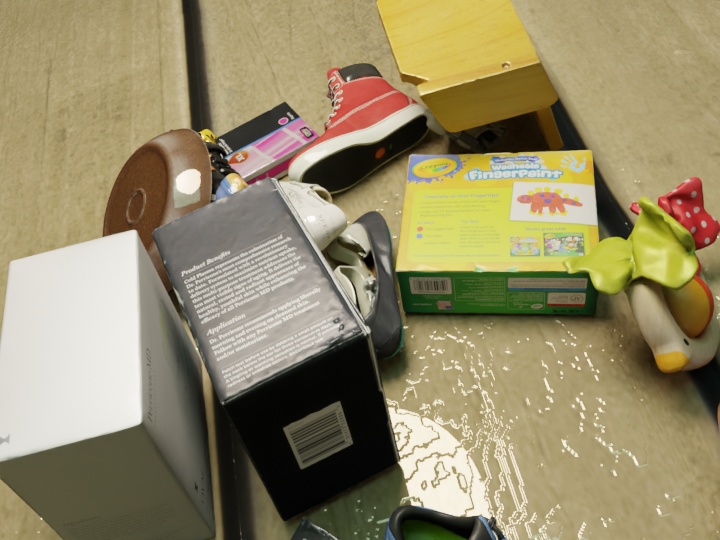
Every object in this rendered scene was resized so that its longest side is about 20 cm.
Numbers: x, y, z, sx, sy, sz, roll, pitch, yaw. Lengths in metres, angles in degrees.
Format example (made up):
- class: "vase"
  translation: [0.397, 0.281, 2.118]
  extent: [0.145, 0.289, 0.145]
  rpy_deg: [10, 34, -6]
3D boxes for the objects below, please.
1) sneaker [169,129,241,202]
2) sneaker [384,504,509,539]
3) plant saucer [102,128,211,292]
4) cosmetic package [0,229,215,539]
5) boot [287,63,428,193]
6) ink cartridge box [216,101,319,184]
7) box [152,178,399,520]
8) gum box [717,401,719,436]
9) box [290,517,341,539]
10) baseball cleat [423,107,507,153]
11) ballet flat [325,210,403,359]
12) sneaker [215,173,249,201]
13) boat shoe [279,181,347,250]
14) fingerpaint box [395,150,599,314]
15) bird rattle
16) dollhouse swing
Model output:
- class: "sneaker"
  translation: [-0.180, -0.119, 0.911]
  extent: [0.198, 0.070, 0.091]
  rpy_deg: [16, 86, 42]
- class: "sneaker"
  translation: [0.099, 0.238, 0.590]
  extent: [0.197, 0.090, 0.079]
  rpy_deg: [19, 57, 25]
- class: "plant saucer"
  translation: [-0.235, -0.066, 0.873]
  extent: [0.199, 0.036, 0.204]
  rpy_deg: [-17, 65, 41]
- class: "cosmetic package"
  translation: [-0.215, 0.113, 0.689]
  extent: [0.121, 0.201, 0.201]
  rpy_deg: [-15, 49, -1]
- class: "boot"
  translation: [-0.031, -0.182, 0.971]
  extent: [0.199, 0.073, 0.144]
  rpy_deg: [-31, 62, -24]
- class: "ink cartridge box"
  translation: [-0.153, -0.136, 0.998]
  extent: [0.198, 0.037, 0.095]
  rpy_deg: [-33, 52, -13]
- class: "box"
  translation: [-0.070, 0.068, 0.686]
  extent: [0.122, 0.202, 0.198]
  rpy_deg: [-24, 49, -9]
- class: "gum box"
  translation: [0.322, 0.154, 0.597]
  extent: [0.065, 0.114, 0.202]
  rpy_deg: [2, 51, 13]
- class: "box"
  translation: [-0.026, 0.308, 0.562]
  extent: [0.158, 0.044, 0.202]
  rpy_deg: [22, 70, 28]
- class: "baseball cleat"
  translation: [0.135, -0.203, 0.979]
  extent: [0.106, 0.070, 0.201]
  rpy_deg: [36, 40, -7]
- class: "ballet flat"
  translation: [0.000, 0.000, 0.812]
  extent: [0.072, 0.074, 0.202]
  rpy_deg: [-11, 46, 3]
- class: "sneaker"
  translation: [-0.125, -0.025, 0.801]
  extent: [0.088, 0.200, 0.076]
  rpy_deg: [-35, 74, -10]
- class: "boat shoe"
  translation: [-0.062, -0.062, 0.863]
  extent: [0.068, 0.072, 0.200]
  rpy_deg: [-24, 25, -11]
- class: "fingerpaint box"
  translation: [0.144, -0.041, 0.826]
  extent: [0.196, 0.074, 0.169]
  rpy_deg: [0, 51, 11]
- class: "bird rattle"
  translation: [0.277, 0.010, 0.725]
  extent: [0.112, 0.199, 0.166]
  rpy_deg: [-22, 83, 34]
- class: "dollhouse swing"
  translation: [0.129, -0.226, 0.912]
  extent: [0.179, 0.177, 0.202]
  rpy_deg: [-15, 55, 1]
